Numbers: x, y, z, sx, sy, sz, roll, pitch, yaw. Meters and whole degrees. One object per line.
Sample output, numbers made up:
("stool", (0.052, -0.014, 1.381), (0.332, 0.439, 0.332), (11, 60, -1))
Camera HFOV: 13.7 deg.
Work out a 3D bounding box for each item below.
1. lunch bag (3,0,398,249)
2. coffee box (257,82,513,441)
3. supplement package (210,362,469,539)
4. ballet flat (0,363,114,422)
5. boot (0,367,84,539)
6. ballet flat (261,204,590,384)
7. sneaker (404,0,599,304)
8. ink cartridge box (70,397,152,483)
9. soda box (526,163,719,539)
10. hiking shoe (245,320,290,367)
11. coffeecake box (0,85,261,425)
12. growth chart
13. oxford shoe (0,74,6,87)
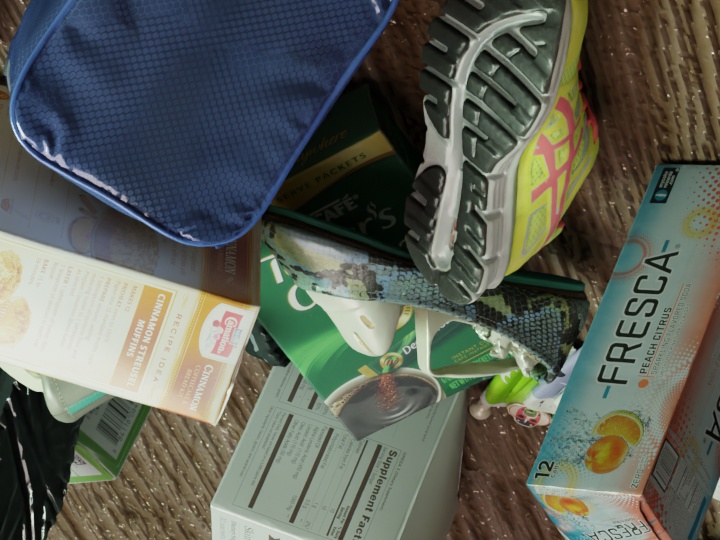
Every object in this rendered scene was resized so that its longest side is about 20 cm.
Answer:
("lunch bag", (-0.074, -0.123, 1.393), (0.136, 0.200, 0.132), (34, -176, -15))
("coffee box", (0.000, 0.000, 1.618), (0.123, 0.044, 0.200), (-26, 132, 11))
("supplement package", (-0.011, 0.142, 1.799), (0.110, 0.156, 0.200), (18, 150, 10))
("ballet flat", (-0.188, 0.014, 1.646), (0.200, 0.064, 0.067), (48, 174, 48))
("boot", (-0.237, 0.086, 1.803), (0.076, 0.201, 0.168), (24, 176, -35))
("ballet flat", (0.030, 0.019, 1.557), (0.199, 0.075, 0.074), (14, 156, -24))
("sneaker", (0.081, -0.079, 1.470), (0.078, 0.090, 0.200), (46, 140, 29))
("ink cartridge box", (-0.215, 0.081, 1.904), (0.200, 0.104, 0.059), (-9, 137, 45))
("soda box", (0.153, 0.044, 1.473), (0.068, 0.200, 0.064), (3, 145, 35))
("hiking shoe", (-0.079, -0.030, 1.673), (0.086, 0.074, 0.200), (17, 143, 34))
("coffeecake box", (-0.152, -0.018, 1.465), (0.199, 0.154, 0.073), (17, 116, -10))
("growth chart", (0.170, 0.086, 1.718), (0.199, 0.018, 0.145), (23, 150, 0))
("oxford shoe", (-0.138, -0.019, 1.586), (0.071, 0.073, 0.201), (-31, 85, 39))
